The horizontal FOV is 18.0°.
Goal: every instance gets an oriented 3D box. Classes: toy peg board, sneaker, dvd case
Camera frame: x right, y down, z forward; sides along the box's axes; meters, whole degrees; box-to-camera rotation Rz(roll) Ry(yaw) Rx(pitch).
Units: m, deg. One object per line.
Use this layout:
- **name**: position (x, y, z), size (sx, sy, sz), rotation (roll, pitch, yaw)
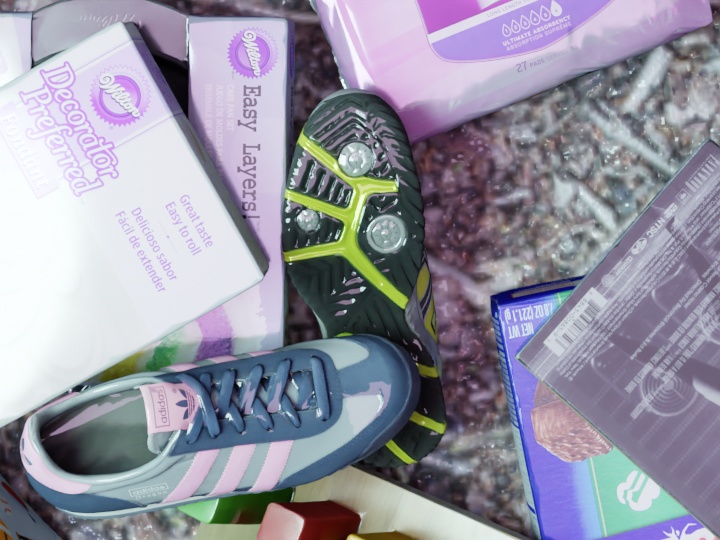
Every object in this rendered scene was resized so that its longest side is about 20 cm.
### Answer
- **toy peg board**: position (-0.029, 0.203, 1.161), size (0.199, 0.098, 0.201), rotation (22, 95, 25)
- **sneaker**: position (0.000, 0.000, 1.171), size (0.075, 0.076, 0.201), rotation (-5, 112, 1)
- **dvd case**: position (0.200, 0.054, 1.142), size (0.200, 0.016, 0.149), rotation (41, 90, 0)
- **sneaker**: position (-0.069, 0.074, 1.104), size (0.199, 0.082, 0.070), rotation (-18, 70, 3)

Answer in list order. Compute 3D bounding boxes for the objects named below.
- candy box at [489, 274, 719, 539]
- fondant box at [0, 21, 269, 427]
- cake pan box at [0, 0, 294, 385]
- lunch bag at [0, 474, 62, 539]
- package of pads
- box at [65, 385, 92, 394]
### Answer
- **candy box**: position (0.168, 0.097, 1.191), size (0.169, 0.077, 0.201), rotation (-12, 94, 3)
- **fondant box**: position (-0.165, -0.013, 1.115), size (0.200, 0.058, 0.145), rotation (-29, 94, 2)
- **cake pan box**: position (-0.126, -0.041, 1.165), size (0.184, 0.052, 0.201), rotation (2, 95, -2)
- **lunch bag**: position (-0.253, 0.142, 1.153), size (0.170, 0.200, 0.124), rotation (45, 94, -1)
- **package of pads**: position (0.071, -0.148, 1.182), size (0.200, 0.076, 0.121), rotation (-22, 95, 4)
- **box**: position (-0.196, -0.045, 1.216), size (0.200, 0.046, 0.159), rotation (28, 94, 0)
